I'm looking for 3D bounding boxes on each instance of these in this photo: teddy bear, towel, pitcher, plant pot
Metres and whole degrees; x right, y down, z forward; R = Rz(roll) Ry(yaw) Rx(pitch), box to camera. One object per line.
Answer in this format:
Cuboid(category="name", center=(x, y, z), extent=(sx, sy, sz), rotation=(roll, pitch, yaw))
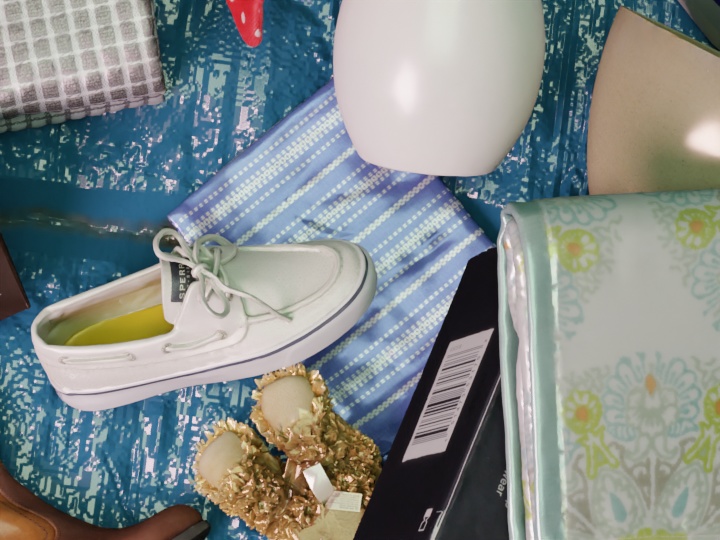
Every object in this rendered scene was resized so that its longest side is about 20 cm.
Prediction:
Cuboid(category="teddy bear", center=(-0.006, 0.145, 1.678), extent=(0.199, 0.067, 0.146), rotation=(30, 95, 2))
Cuboid(category="towel", center=(-0.207, -0.184, 1.697), extent=(0.165, 0.086, 0.201), rotation=(-11, 85, -3))
Cuboid(category="pitcher", center=(0.061, -0.163, 1.684), extent=(0.121, 0.171, 0.201), rotation=(12, 103, 29))
Cuboid(category="towel", center=(0.000, 0.000, 1.715), extent=(0.145, 0.024, 0.200), rotation=(-39, 87, -5))
Cuboid(category="plant pot", center=(0.206, -0.046, 1.648), extent=(0.200, 0.200, 0.135), rotation=(27, 97, 1))
Cuboid(category="towel", center=(0.158, 0.059, 1.530), extent=(0.170, 0.048, 0.201), rotation=(-3, 93, -18))

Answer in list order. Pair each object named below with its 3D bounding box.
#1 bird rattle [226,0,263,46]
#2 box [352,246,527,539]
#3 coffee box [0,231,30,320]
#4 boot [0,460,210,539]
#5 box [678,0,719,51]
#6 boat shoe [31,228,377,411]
Cuboid(category="bird rattle", center=(-0.044, -0.232, 1.650), extent=(0.112, 0.200, 0.163), rotation=(35, 116, 8))
Cuboid(category="box", center=(0.128, 0.114, 1.615), extent=(0.199, 0.117, 0.197), rotation=(30, 70, -17))
Cuboid(category="coffee box", center=(-0.300, 0.006, 1.648), extent=(0.199, 0.113, 0.080), rotation=(-25, 59, -6))
Cuboid(category="boot", center=(-0.205, 0.115, 1.695), extent=(0.187, 0.068, 0.201), rotation=(-26, 76, 0))
Cuboid(category="box", center=(0.238, -0.263, 1.704), extent=(0.200, 0.105, 0.184), rotation=(-37, 87, -5))
Cuboid(category="boat shoe", center=(-0.094, 0.013, 1.655), extent=(0.201, 0.086, 0.075), rotation=(-15, 52, 10))
